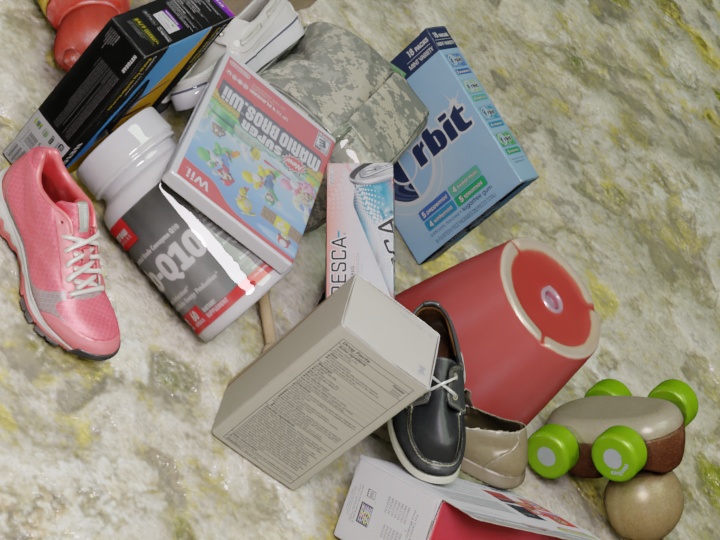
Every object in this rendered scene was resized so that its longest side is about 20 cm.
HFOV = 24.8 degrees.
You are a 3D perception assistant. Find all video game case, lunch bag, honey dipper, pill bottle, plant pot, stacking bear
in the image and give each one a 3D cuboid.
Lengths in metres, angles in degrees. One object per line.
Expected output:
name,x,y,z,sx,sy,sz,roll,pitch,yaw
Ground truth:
video game case,-0.100,-0.105,1.529,0.143,0.017,0.201,38,38,-18
lunch bag,-0.041,-0.163,1.727,0.168,0.139,0.200,50,37,-7
honey dipper,-0.099,0.001,1.615,0.038,0.038,0.202,15,51,-39
pill bottle,-0.165,-0.044,1.518,0.200,0.114,0.114,49,36,-2
plant pot,0.139,0.071,1.691,0.199,0.177,0.202,28,42,-29
stacking bear,-0.273,-0.276,1.611,0.121,0.113,0.202,9,58,-42

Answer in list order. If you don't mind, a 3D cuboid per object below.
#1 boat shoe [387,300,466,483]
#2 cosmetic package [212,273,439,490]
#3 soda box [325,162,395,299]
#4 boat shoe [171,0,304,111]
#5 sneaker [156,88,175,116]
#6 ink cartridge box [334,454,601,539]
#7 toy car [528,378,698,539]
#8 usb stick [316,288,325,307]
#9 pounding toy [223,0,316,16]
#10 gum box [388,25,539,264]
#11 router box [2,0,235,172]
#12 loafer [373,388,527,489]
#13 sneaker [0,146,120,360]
boat shoe,0.065,0.113,1.532,0.071,0.068,0.201,7,41,-6
cosmetic package,-0.032,0.103,1.461,0.103,0.200,0.073,37,38,-18
soda box,0.000,0.000,1.575,0.068,0.064,0.202,0,75,1
boat shoe,-0.131,-0.229,1.663,0.200,0.072,0.066,-42,115,-38
sneaker,-0.196,-0.234,1.676,0.074,0.080,0.201,37,40,-20
ink cartridge box,0.108,0.250,1.504,0.199,0.175,0.085,18,92,-36
toy car,0.289,0.240,1.781,0.164,0.157,0.202,-28,110,-50
usb stick,-0.028,0.063,1.641,0.055,0.033,0.201,40,38,-13
pounding toy,-0.095,-0.411,1.878,0.185,0.142,0.200,56,37,6
gum box,0.079,-0.138,1.809,0.044,0.170,0.201,-18,73,-53
router box,-0.220,-0.169,1.492,0.051,0.200,0.149,49,36,2
loafer,0.078,0.144,1.606,0.198,0.068,0.076,24,17,4
sneaker,-0.258,-0.018,1.419,0.073,0.087,0.201,-13,70,-50
